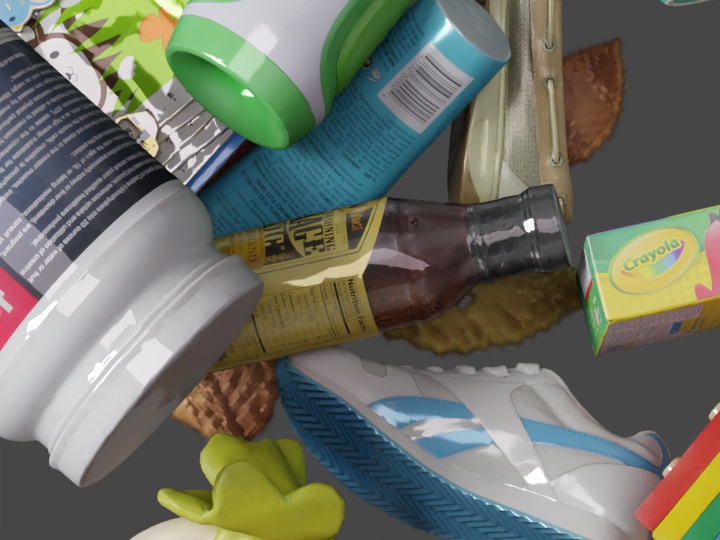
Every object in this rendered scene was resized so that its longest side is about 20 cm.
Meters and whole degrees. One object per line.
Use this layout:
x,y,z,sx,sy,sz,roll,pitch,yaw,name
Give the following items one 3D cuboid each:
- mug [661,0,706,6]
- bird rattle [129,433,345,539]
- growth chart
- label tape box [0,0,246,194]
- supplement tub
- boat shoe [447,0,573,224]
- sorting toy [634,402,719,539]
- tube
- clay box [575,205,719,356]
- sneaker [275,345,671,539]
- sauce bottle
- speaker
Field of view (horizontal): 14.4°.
0.183,-0.195,1.343,0.184,0.152,0.115,-14,87,-19,mug
-0.053,0.182,1.367,0.162,0.113,0.201,-18,95,11,bird rattle
-0.125,-0.086,1.362,0.144,0.018,0.200,38,84,5,growth chart
-0.153,-0.099,1.404,0.200,0.063,0.144,43,86,4,label tape box
-0.156,-0.015,1.272,0.200,0.140,0.140,42,85,6,supplement tub
0.086,-0.123,1.400,0.063,0.073,0.202,8,85,-6,boat shoe
0.207,0.083,1.306,0.199,0.200,0.070,-45,73,-4,sorting toy
-0.012,-0.054,1.377,0.200,0.050,0.078,-43,78,23,tube
0.205,-0.009,1.357,0.199,0.115,0.048,-14,81,-1,clay box
0.053,0.081,1.377,0.199,0.077,0.081,26,61,9,sneaker
0.000,0.000,1.350,0.199,0.066,0.067,-14,82,5,sauce bottle
-0.003,-0.155,1.325,0.088,0.089,0.200,36,74,6,speaker
